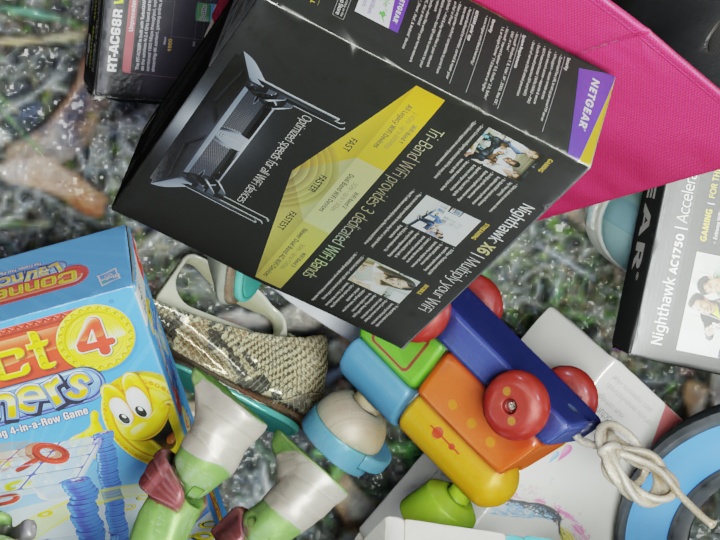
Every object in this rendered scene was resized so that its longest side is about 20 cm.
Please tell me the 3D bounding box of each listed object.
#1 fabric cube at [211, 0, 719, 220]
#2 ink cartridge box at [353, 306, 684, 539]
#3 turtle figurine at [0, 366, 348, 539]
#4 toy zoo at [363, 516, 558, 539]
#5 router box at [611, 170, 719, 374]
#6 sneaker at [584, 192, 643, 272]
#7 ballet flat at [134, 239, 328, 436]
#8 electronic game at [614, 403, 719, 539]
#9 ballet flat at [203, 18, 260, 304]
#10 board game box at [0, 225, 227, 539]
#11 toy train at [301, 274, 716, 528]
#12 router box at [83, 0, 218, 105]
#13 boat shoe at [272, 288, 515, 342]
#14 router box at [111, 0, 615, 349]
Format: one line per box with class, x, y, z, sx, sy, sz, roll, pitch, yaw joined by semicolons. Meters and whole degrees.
fabric cube;0.088;-0.163;1.106;0.200;0.199;0.197;34;62;-27
ink cartridge box;0.083;0.134;1.296;0.200;0.067;0.116;-49;131;1
turtle figurine;-0.113;0.142;1.184;0.144;0.200;0.194;40;87;-2
toy zoo;0.063;0.172;1.224;0.199;0.131;0.021;9;55;-10
router box;0.220;-0.042;1.222;0.148;0.051;0.201;12;92;-6
sneaker;0.214;0.012;1.304;0.199;0.082;0.074;20;102;-23
ballet flat;-0.106;0.024;1.268;0.199;0.068;0.076;20;75;-19
electronic game;0.229;0.153;1.256;0.199;0.042;0.201;9;120;16
ballet flat;-0.053;-0.085;1.195;0.063;0.067;0.201;20;98;14
board game box;-0.182;0.095;1.218;0.199;0.056;0.196;-16;124;1
toy train;0.067;0.097;1.206;0.200;0.085;0.116;45;108;19
router box;-0.056;-0.180;1.232;0.149;0.062;0.201;5;100;-13
boat shoe;0.000;0.000;1.274;0.200;0.070;0.066;36;93;-17
router box;-0.004;-0.055;1.073;0.157;0.200;0.052;27;57;-12
